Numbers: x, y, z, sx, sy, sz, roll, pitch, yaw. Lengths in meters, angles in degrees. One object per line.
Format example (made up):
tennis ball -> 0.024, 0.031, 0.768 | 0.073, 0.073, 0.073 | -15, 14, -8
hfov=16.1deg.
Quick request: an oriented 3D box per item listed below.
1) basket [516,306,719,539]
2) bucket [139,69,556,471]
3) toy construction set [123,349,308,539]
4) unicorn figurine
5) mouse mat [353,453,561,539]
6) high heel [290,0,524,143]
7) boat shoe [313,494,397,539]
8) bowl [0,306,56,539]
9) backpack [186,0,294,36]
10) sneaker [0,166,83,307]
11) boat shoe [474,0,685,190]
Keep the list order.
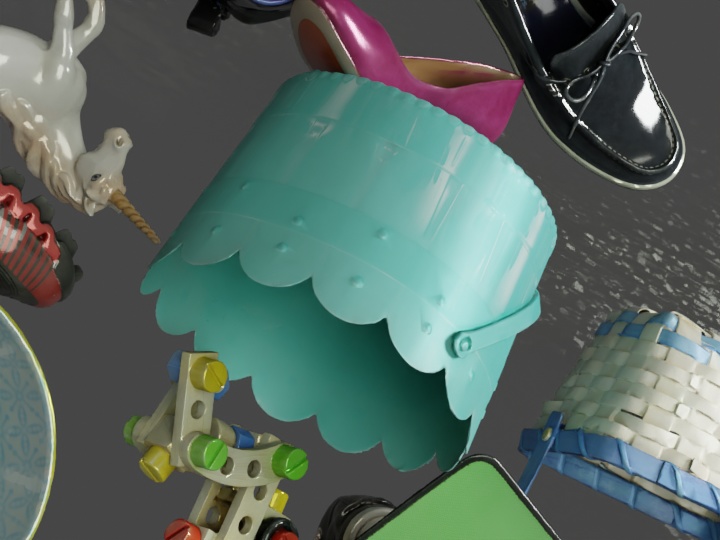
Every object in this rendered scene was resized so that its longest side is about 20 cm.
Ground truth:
basket -> 0.174, 0.136, 1.472 | 0.176, 0.139, 0.201 | 30, 74, -18
bucket -> 0.000, 0.000, 1.368 | 0.207, 0.207, 0.135 | 38, 68, -18
toy construction set -> -0.103, 0.149, 1.391 | 0.131, 0.092, 0.201 | 36, 87, -44
unicorn figurine -> -0.183, -0.113, 1.367 | 0.199, 0.074, 0.138 | 17, 96, -7
mouse mat -> 0.062, 0.213, 1.423 | 0.161, 0.008, 0.200 | -37, 111, 6
high heel -> 0.027, -0.122, 1.406 | 0.096, 0.067, 0.200 | -46, 151, -7
boat shoe -> -0.003, 0.227, 1.461 | 0.066, 0.057, 0.201 | 3, 96, -24
bowl -> -0.266, 0.087, 1.316 | 0.199, 0.108, 0.202 | -1, 92, -22
backpack -> -0.027, -0.250, 1.377 | 0.199, 0.154, 0.191 | -23, 85, -15
sneaker -> -0.240, -0.031, 1.333 | 0.200, 0.071, 0.098 | 38, 62, -17
boat shoe -> 0.128, -0.128, 1.486 | 0.075, 0.062, 0.200 | -41, 107, -17
